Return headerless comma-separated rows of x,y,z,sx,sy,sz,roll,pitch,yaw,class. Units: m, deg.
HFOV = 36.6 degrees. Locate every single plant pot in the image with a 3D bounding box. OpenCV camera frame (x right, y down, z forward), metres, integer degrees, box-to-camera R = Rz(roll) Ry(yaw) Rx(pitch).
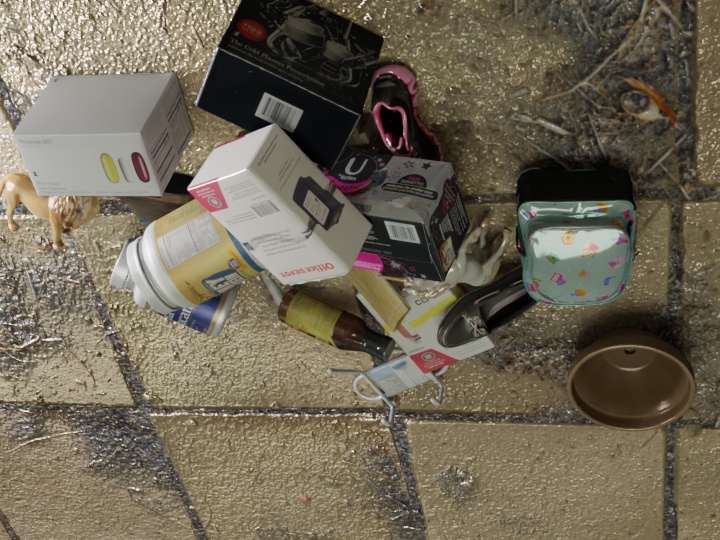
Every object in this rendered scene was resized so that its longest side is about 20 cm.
0.432,0.158,1.741,0.198,0.093,0.202,8,134,8,plant pot

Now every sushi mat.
0.000,0.000,1.646,0.200,0.012,0.096,50,156,9,sushi mat

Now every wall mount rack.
0.047,0.183,1.874,0.199,0.075,0.174,-27,119,31,wall mount rack

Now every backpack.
0.310,-0.036,1.558,0.173,0.155,0.201,-3,137,9,backpack

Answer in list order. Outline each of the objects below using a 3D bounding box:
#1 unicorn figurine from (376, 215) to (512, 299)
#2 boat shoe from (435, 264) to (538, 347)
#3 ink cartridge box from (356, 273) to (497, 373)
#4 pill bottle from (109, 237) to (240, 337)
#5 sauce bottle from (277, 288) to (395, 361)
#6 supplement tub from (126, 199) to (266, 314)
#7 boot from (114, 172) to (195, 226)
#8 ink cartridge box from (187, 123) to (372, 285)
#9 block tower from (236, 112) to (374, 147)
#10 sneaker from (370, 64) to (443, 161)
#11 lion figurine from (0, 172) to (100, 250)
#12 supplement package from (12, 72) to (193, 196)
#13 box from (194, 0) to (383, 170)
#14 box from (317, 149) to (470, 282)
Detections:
0.145,-0.014,1.600,0.198,0.074,0.139,14,110,-35,unicorn figurine
0.204,0.057,1.657,0.199,0.057,0.067,-34,119,-9,boat shoe
0.107,0.054,1.733,0.144,0.084,0.200,-23,122,30,ink cartridge box
-0.305,0.023,1.790,0.198,0.112,0.112,23,133,-8,pill bottle
-0.039,0.093,1.782,0.198,0.066,0.067,24,137,21,sauce bottle
-0.239,-0.032,1.654,0.198,0.145,0.145,-27,123,11,supplement tub
-0.352,-0.107,1.708,0.197,0.075,0.098,10,131,2,boot
-0.104,-0.081,1.426,0.144,0.085,0.200,-10,132,48,ink cartridge box
-0.082,-0.198,1.570,0.198,0.054,0.058,-11,129,22,block tower
0.059,-0.183,1.522,0.078,0.096,0.201,-11,129,21,sneaker
-0.514,-0.112,1.746,0.198,0.073,0.123,17,132,0,lion figurine
-0.368,-0.197,1.572,0.197,0.157,0.112,1,132,14,supplement package
-0.089,-0.261,1.426,0.198,0.183,0.104,24,133,-9,box
0.034,-0.081,1.513,0.198,0.116,0.133,9,145,27,box
